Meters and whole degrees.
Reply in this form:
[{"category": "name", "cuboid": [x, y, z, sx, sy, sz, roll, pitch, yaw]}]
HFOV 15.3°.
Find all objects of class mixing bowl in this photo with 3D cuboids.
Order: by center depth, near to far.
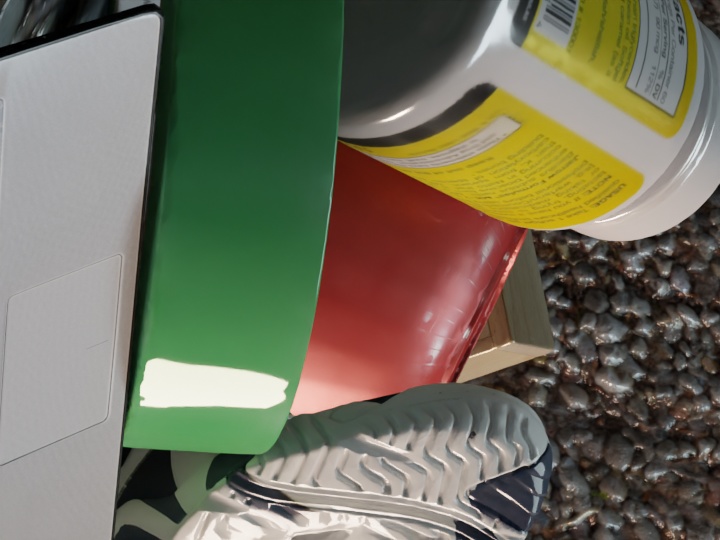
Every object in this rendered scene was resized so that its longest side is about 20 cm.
[{"category": "mixing bowl", "cuboid": [0.000, 0.000, 1.085, 0.200, 0.108, 0.200, -64, 175, -10]}]

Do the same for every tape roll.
[{"category": "tape roll", "cuboid": [-0.046, -0.046, 0.799, 0.200, 0.048, 0.201, -176, -90, -79]}]

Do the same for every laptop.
[{"category": "laptop", "cuboid": [-0.100, 0.064, 0.638, 0.200, 0.116, 0.188, -22, 136, -37]}]

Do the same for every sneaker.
[{"category": "sneaker", "cuboid": [-0.021, 0.065, 0.889, 0.199, 0.079, 0.130, -35, -158, 28]}]

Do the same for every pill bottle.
[{"category": "pill bottle", "cuboid": [0.054, -0.079, 0.965, 0.200, 0.114, 0.114, 24, 92, -54]}]

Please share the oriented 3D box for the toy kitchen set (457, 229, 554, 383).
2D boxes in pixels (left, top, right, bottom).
[{"category": "toy kitchen set", "cuboid": [0.043, -0.018, 1.319, 0.200, 0.163, 0.181, 11, 63, -53]}]
